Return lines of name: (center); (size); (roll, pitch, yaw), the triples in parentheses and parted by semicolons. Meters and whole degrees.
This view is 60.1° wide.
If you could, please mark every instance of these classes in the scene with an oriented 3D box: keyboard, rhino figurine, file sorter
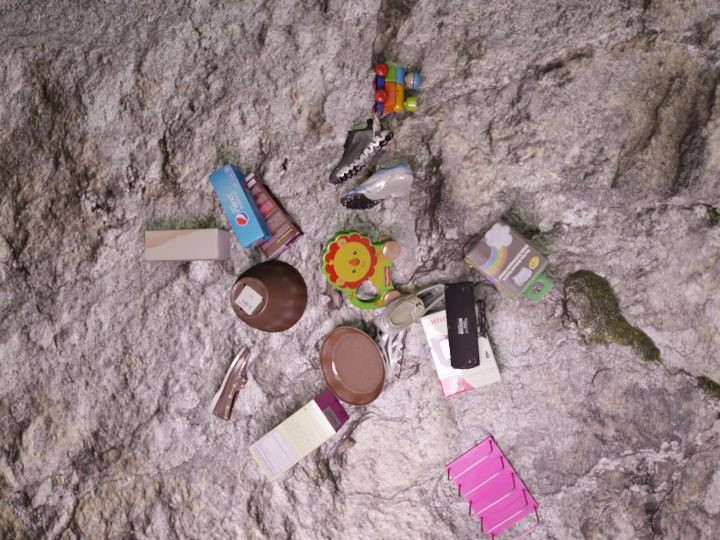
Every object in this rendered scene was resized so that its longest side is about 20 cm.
keyboard: (0.254, 0.128, 1.452); (0.103, 0.039, 0.203); (-6, 87, 31)
rhino figurine: (-0.037, 0.018, 1.564); (0.087, 0.060, 0.201); (32, 91, 2)
file sorter: (0.310, 0.527, 1.465); (0.138, 0.125, 0.201); (-35, 84, 7)

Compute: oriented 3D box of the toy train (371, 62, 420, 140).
toy train: (0.087, -0.407, 1.534); (0.114, 0.085, 0.203); (3, 75, -4)

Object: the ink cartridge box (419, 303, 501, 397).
ink cartridge box: (0.239, 0.184, 1.504); (0.143, 0.084, 0.202); (-19, 85, 7)

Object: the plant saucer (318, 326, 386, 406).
plant saucer: (-0.014, 0.233, 1.539); (0.199, 0.037, 0.203); (8, 104, 33)

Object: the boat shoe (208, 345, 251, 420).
boat shoe: (-0.323, 0.291, 1.601); (0.059, 0.072, 0.202); (28, 97, 3)

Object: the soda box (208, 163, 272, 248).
soda box: (-0.299, -0.159, 1.549); (0.067, 0.064, 0.202); (-27, 85, 10)

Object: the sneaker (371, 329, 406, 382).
sneaker: (0.070, 0.169, 1.537); (0.087, 0.074, 0.203); (10, 90, 7)

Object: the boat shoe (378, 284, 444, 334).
boat shoe: (0.125, 0.082, 1.483); (0.199, 0.062, 0.072); (-34, 88, -34)

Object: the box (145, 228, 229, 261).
box: (-0.447, -0.064, 1.617); (0.197, 0.095, 0.079); (-1, 88, 8)

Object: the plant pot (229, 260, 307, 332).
plant pot: (-0.242, 0.066, 1.526); (0.184, 0.200, 0.190); (0, 89, 9)

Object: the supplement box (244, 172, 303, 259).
supplement box: (-0.249, -0.139, 1.602); (0.109, 0.061, 0.201); (-38, 82, 7)

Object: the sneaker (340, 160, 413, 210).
sneaker: (0.040, -0.212, 1.562); (0.198, 0.072, 0.073); (-22, 51, 14)

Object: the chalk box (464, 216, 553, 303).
chalk box: (0.359, -0.011, 1.472); (0.200, 0.124, 0.125); (42, 94, 7)

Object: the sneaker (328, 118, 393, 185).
sneaker: (-0.015, -0.303, 1.569); (0.200, 0.066, 0.091); (-43, 80, 2)

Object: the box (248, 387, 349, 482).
box: (-0.144, 0.395, 1.514); (0.199, 0.176, 0.097); (-37, 83, 6)

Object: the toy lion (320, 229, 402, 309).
toy lion: (0.000, 0.000, 1.495); (0.189, 0.069, 0.202); (-8, 110, -13)
